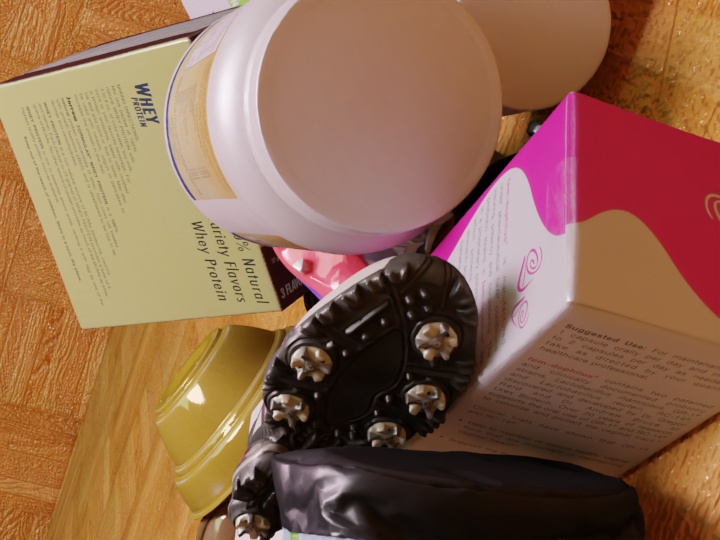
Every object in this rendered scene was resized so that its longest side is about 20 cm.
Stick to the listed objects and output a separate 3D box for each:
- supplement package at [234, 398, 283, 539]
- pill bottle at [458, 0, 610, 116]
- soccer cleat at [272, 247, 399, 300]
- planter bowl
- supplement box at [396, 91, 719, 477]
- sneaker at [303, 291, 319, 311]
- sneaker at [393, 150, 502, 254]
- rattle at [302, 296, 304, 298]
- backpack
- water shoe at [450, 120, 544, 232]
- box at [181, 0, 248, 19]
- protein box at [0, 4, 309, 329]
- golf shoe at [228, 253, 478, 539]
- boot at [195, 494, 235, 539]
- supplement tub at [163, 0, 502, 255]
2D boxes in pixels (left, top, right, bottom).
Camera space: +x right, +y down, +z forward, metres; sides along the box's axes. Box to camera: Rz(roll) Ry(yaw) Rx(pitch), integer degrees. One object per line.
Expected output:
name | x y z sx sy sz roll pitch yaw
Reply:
supplement package | 0.001 0.156 0.709 0.121 0.119 0.201 129 153 -51
pill bottle | 0.073 -0.157 0.776 0.200 0.119 0.120 -122 50 -69
soccer cleat | 0.000 0.000 0.820 0.067 0.076 0.200 -43 54 11
planter bowl | -0.119 0.109 1.119 0.201 0.083 0.200 -50 11 13
supplement box | 0.087 0.027 0.576 0.200 0.103 0.102 127 155 -55
sneaker | -0.007 0.054 0.930 0.200 0.070 0.083 -141 70 -72
sneaker | 0.036 -0.037 0.876 0.200 0.075 0.115 -141 67 -78
rattle | -0.020 -0.087 1.043 0.200 0.130 0.143 -56 21 32
backpack | 0.046 0.177 0.486 0.154 0.163 0.201 8 89 60
water shoe | 0.081 -0.027 0.693 0.200 0.079 0.072 133 149 -59
box | -0.023 -0.178 0.954 0.200 0.156 0.041 -22 10 39
protein box | -0.129 -0.078 0.959 0.199 0.199 0.135 -6 20 35
golf shoe | -0.009 0.045 0.575 0.200 0.077 0.088 122 163 -45
boot | -0.098 0.298 1.031 0.200 0.066 0.176 -117 36 -67
supplement tub | -0.020 -0.082 0.684 0.200 0.144 0.145 -171 97 -71
